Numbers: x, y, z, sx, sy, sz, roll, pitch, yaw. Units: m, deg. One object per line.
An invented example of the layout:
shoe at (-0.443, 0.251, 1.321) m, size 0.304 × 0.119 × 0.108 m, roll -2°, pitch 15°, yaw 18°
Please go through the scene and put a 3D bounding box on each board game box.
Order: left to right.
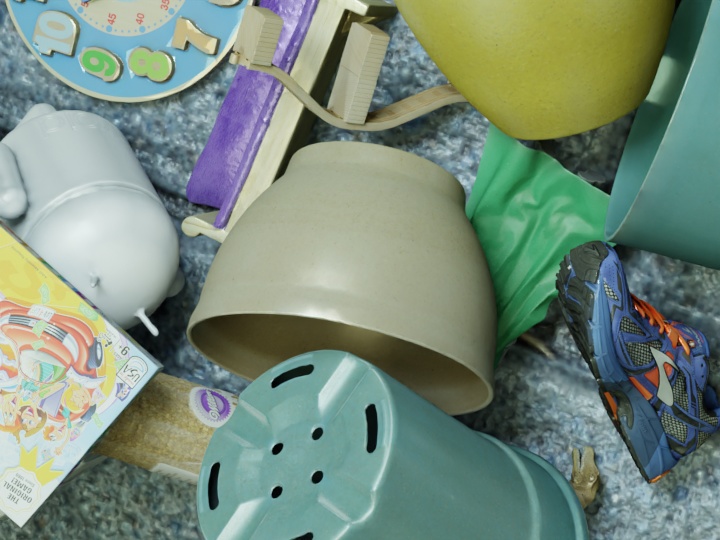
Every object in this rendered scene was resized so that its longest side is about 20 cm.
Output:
board game box at (-0.244, 0.046, 1.217) m, size 0.200 × 0.034 × 0.135 m, roll 41°, pitch 89°, yaw 1°

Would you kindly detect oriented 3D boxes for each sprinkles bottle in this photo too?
sprinkles bottle at (-0.113, 0.112, 1.308) m, size 0.199 × 0.068 × 0.069 m, roll 19°, pitch 104°, yaw -22°

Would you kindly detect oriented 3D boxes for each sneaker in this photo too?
sneaker at (0.184, 0.049, 1.238) m, size 0.078 × 0.076 × 0.201 m, roll -28°, pitch 132°, yaw 2°

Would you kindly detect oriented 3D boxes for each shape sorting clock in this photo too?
shape sorting clock at (-0.166, -0.220, 1.355) m, size 0.198 × 0.039 × 0.202 m, roll 2°, pitch 97°, yaw 19°

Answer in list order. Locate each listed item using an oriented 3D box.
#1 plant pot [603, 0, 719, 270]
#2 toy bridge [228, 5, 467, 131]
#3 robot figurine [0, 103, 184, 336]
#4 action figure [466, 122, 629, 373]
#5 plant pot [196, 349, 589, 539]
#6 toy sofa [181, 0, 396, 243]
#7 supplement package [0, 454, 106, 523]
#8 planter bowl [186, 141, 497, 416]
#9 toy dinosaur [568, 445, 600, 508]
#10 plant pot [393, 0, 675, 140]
plant pot at (0.259, -0.085, 1.170) m, size 0.160 × 0.201 × 0.202 m, roll 20°, pitch 102°, yaw 0°
toy bridge at (-0.002, -0.127, 1.249) m, size 0.027 × 0.199 × 0.068 m, roll 39°, pitch 118°, yaw 47°
robot figurine at (-0.194, -0.033, 1.320) m, size 0.113 × 0.169 × 0.200 m, roll -50°, pitch 44°, yaw 16°
action figure at (0.091, 0.008, 1.299) m, size 0.118 × 0.055 × 0.201 m, roll 35°, pitch 112°, yaw 9°
plant pot at (0.011, 0.160, 1.203) m, size 0.199 × 0.196 × 0.201 m, roll -22°, pitch 49°, yaw 27°
toy sofa at (-0.061, -0.113, 1.315) m, size 0.097 × 0.083 × 0.201 m, roll 26°, pitch 103°, yaw 12°
supplement package at (-0.270, 0.071, 1.381) m, size 0.116 × 0.117 × 0.201 m, roll -31°, pitch 87°, yaw 16°
planter bowl at (0.000, 0.000, 1.230) m, size 0.199 × 0.200 × 0.136 m, roll 7°, pitch 72°, yaw 16°
toy dinosaur at (0.119, 0.220, 1.314) m, size 0.100 × 0.058 × 0.202 m, roll 8°, pitch 99°, yaw 15°
plant pot at (0.120, -0.168, 1.213) m, size 0.198 × 0.200 × 0.143 m, roll -11°, pitch 113°, yaw 18°
